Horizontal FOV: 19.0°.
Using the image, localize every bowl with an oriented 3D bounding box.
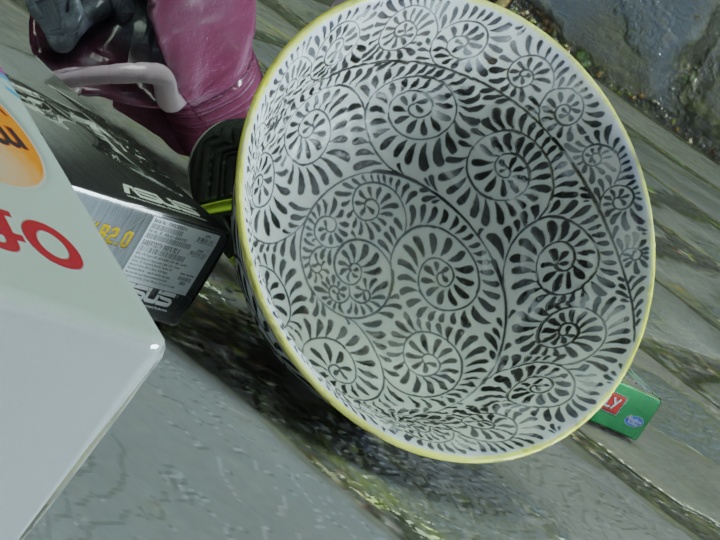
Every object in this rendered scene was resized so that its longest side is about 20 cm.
[{"bbox_3d":[0.019,-0.011,0.921,0.201,0.201,0.094,27,-23,-20],"label":"bowl"}]

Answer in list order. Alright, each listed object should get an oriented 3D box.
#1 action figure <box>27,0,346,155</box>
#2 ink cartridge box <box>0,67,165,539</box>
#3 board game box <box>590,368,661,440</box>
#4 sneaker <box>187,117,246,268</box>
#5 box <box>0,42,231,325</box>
[{"bbox_3d":[-0.073,-0.097,1.080,0.200,0.134,0.149,57,27,-49],"label":"action figure"},{"bbox_3d":[-0.161,-0.012,0.402,0.145,0.145,0.200,18,29,-46],"label":"ink cartridge box"},{"bbox_3d":[0.066,0.014,1.188,0.135,0.029,0.200,25,14,-33],"label":"board game box"},{"bbox_3d":[0.000,0.000,1.016,0.200,0.075,0.076,37,-2,-13],"label":"sneaker"},{"bbox_3d":[-0.168,-0.054,0.837,0.200,0.048,0.158,18,19,-50],"label":"box"}]
